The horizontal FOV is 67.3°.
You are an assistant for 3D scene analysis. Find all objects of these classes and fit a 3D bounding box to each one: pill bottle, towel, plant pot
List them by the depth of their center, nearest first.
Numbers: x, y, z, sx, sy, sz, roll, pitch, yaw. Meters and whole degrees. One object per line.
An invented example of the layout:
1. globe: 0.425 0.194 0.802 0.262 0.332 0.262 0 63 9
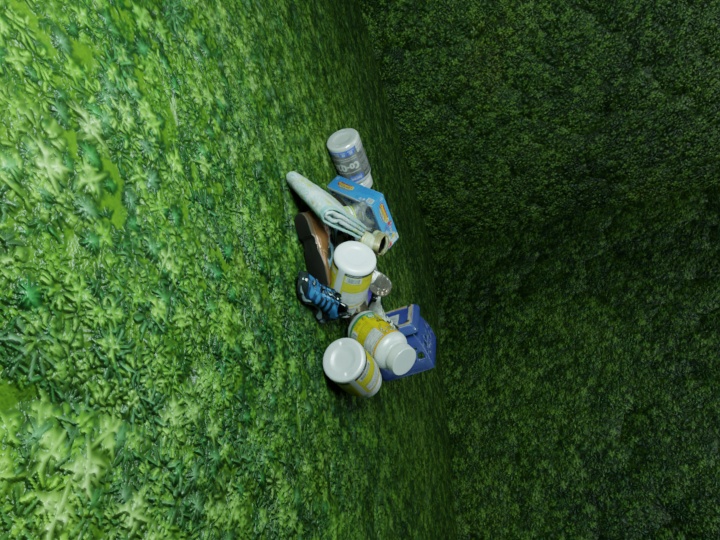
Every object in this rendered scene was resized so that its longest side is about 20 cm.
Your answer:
1. towel: -0.085 -0.159 1.364 0.171 0.048 0.199 43 9 31
2. pill bottle: -0.015 0.261 1.408 0.200 0.112 0.116 57 26 -58
3. pill bottle: -0.031 0.030 1.409 0.202 0.110 0.113 107 -11 -46
4. pill bottle: 0.061 0.204 1.516 0.199 0.112 0.114 34 -25 46
5. pill bottle: -0.031 -0.362 1.819 0.201 0.112 0.115 65 20 -44
6. plant pot: 0.149 0.246 1.931 0.201 0.197 0.182 -72 141 -63

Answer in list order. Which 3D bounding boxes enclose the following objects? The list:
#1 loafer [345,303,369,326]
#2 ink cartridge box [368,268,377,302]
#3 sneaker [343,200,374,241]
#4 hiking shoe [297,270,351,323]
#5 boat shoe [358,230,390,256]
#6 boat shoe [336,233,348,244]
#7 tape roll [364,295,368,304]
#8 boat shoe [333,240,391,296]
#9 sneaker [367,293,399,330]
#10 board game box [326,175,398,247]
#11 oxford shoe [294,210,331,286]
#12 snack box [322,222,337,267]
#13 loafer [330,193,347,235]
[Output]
1. loafer: 0.003 0.163 1.632 0.201 0.075 0.068 59 18 -55
2. ink cartridge box: 0.038 0.046 1.882 0.201 0.043 0.201 73 13 -63
3. sneaker: 0.007 -0.109 1.528 0.074 0.080 0.202 50 -16 42
4. hiking shoe: -0.090 0.057 1.313 0.201 0.085 0.076 59 24 -55
5. boat shoe: 0.052 -0.072 1.499 0.200 0.062 0.074 8 99 -72
6. boat shoe: -0.044 -0.003 1.581 0.071 0.064 0.204 15 61 -66
7. tape roll: -0.019 0.042 1.714 0.203 0.036 0.207 -11 90 -77
8. boat shoe: 0.000 0.000 1.515 0.200 0.075 0.073 45 -7 -5
9. sneaker: 0.075 0.148 1.721 0.202 0.113 0.076 96 15 -50
10. board game box: 0.009 -0.183 1.696 0.056 0.199 0.197 -48 142 -18
11. oxford shoe: -0.100 -0.051 1.348 0.071 0.071 0.204 -23 105 -45
12. snack box: -0.103 -0.110 1.492 0.202 0.036 0.117 -85 159 -47
13. loafer: -0.052 -0.171 1.668 0.201 0.072 0.072 63 11 -60
